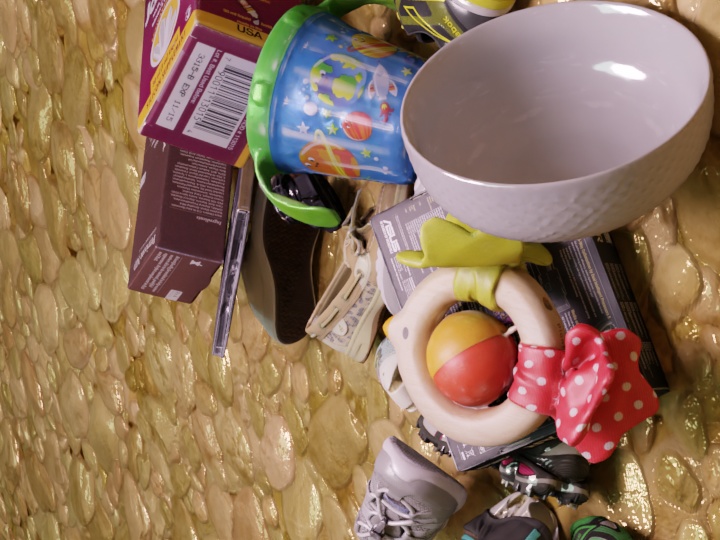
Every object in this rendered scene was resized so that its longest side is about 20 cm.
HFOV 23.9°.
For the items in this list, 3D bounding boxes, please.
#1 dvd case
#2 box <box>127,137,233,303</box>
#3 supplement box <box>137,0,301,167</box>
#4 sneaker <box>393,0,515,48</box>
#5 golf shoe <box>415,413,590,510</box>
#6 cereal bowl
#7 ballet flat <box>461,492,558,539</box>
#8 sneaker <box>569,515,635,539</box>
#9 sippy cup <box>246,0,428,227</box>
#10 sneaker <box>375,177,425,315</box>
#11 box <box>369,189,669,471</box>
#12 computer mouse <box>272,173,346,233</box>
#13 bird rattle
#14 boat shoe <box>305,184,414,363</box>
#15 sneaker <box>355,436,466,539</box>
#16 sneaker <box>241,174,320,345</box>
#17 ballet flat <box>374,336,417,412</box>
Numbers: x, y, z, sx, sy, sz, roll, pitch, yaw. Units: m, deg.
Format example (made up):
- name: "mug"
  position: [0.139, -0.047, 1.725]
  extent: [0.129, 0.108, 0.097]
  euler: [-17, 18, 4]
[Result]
- name: "dvd case"
  position: [-0.115, -0.032, 1.583]
  extent: [0.200, 0.016, 0.150]
  euler: [-93, 13, -63]
- name: "box"
  position: [-0.171, -0.082, 1.645]
  extent: [0.100, 0.074, 0.202]
  euler: [133, 143, -55]
- name: "supplement box"
  position: [-0.121, -0.211, 1.467]
  extent: [0.131, 0.102, 0.201]
  euler: [-57, 26, 37]
- name: "sneaker"
  position: [0.041, -0.223, 1.296]
  extent: [0.200, 0.074, 0.085]
  euler: [47, 135, 42]
- name: "golf shoe"
  position: [0.118, 0.119, 1.311]
  extent: [0.199, 0.077, 0.089]
  euler: [15, 90, 58]
- name: "cereal bowl"
  position: [0.129, -0.085, 1.093]
  extent: [0.200, 0.199, 0.084]
  euler: [43, 157, 45]
- name: "ballet flat"
  position: [0.122, 0.209, 1.303]
  extent: [0.068, 0.069, 0.200]
  euler: [41, 178, 0]
- name: "sneaker"
  position: [0.168, 0.270, 1.268]
  extent: [0.085, 0.077, 0.201]
  euler: [53, 133, 47]
- name: "sippy cup"
  position: [-0.003, -0.129, 1.334]
  extent: [0.129, 0.139, 0.180]
  euler: [16, 108, 19]
- name: "sneaker"
  position: [0.069, -0.020, 1.322]
  extent: [0.082, 0.074, 0.201]
  euler: [53, 144, 32]
- name: "box"
  position: [0.110, 0.022, 1.215]
  extent: [0.159, 0.043, 0.202]
  euler: [-26, 76, 25]
- name: "computer mouse"
  position: [-0.051, -0.054, 1.447]
  extent: [0.059, 0.034, 0.200]
  euler: [60, -169, 3]
- name: "bird rattle"
  position: [0.100, 0.051, 1.162]
  extent: [0.163, 0.112, 0.201]
  euler: [-39, 83, 34]
- name: "boat shoe"
  position: [0.000, 0.000, 1.434]
  extent: [0.074, 0.062, 0.201]
  euler: [-71, -1, -48]
- name: "sneaker"
  position: [0.035, 0.200, 1.375]
  extent: [0.074, 0.082, 0.200]
  euler: [34, 161, 17]
- name: "sneaker"
  position: [-0.085, -0.033, 1.585]
  extent: [0.085, 0.072, 0.202]
  euler: [39, 133, 45]
- name: "ballet flat"
  position: [0.062, 0.074, 1.345]
  extent: [0.069, 0.071, 0.200]
  euler: [43, 143, -14]
